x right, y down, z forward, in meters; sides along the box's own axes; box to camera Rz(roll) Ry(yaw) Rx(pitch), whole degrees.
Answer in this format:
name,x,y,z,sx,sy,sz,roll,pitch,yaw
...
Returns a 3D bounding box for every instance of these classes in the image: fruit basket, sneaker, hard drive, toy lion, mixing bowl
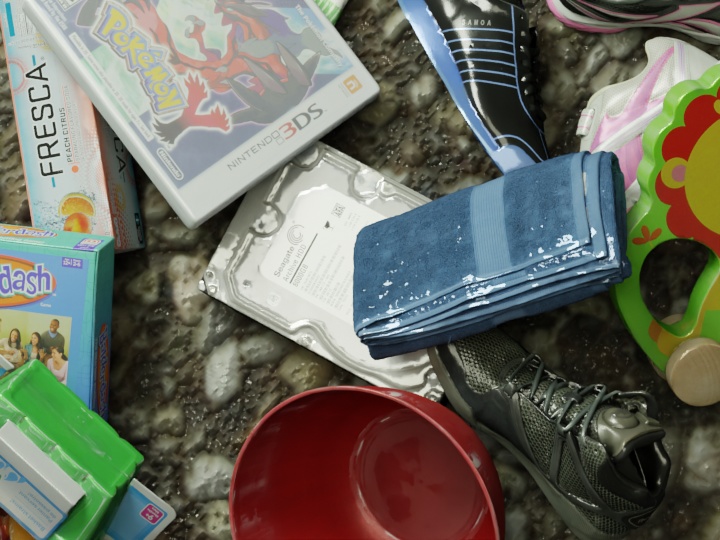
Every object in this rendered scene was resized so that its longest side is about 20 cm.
name,x,y,z,sx,sy,sz,roll,pitch,yaw
fruit basket,-0.253,0.170,1.522,0.185,0.094,0.200,43,112,-3
sneaker,0.188,-0.080,1.542,0.088,0.081,0.200,42,93,27
hard drive,0.000,0.000,1.576,0.199,0.038,0.140,29,87,12
sneaker,0.100,-0.143,1.558,0.078,0.070,0.201,-32,72,8
sneaker,0.136,0.091,1.489,0.200,0.114,0.076,49,53,4
sneaker,0.228,-0.203,1.544,0.199,0.086,0.081,-6,83,7
toy lion,0.250,-0.036,1.484,0.199,0.069,0.192,-35,110,3
mixing bowl,0.022,0.160,1.497,0.199,0.108,0.202,7,108,24

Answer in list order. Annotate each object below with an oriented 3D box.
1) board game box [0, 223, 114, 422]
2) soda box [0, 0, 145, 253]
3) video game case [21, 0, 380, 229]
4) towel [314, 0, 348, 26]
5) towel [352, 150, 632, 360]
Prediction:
name,x,y,z,sx,sy,sz,roll,pitch,yaw
board game box,-0.256,0.068,1.567,0.151,0.045,0.201,7,106,9
soda box,-0.210,-0.109,1.591,0.063,0.068,0.201,-9,89,14
video game case,-0.111,-0.158,1.559,0.182,0.023,0.200,-37,88,-25
towel,-0.112,-0.181,1.626,0.152,0.023,0.200,39,89,11
towel,0.085,-0.014,1.481,0.199,0.049,0.112,-19,49,23
